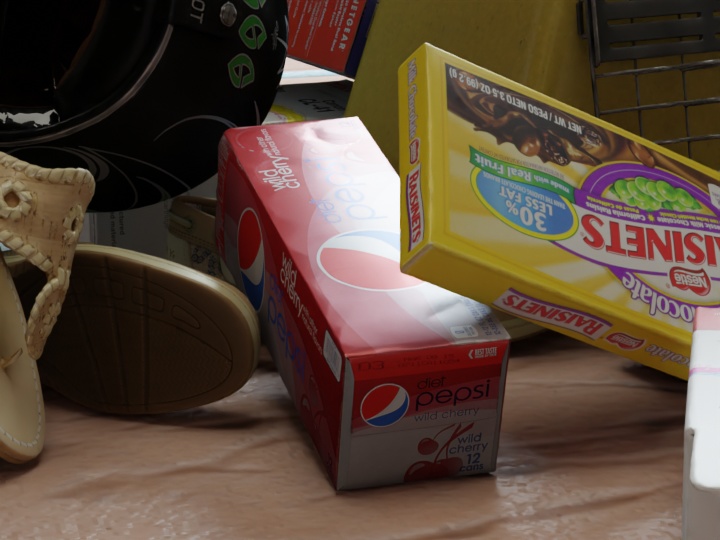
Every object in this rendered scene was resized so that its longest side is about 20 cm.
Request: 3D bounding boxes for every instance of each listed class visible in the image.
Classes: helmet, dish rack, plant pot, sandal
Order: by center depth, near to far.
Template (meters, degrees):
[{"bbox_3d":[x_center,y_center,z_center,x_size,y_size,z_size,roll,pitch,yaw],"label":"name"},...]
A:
[{"bbox_3d":[-0.142,-0.034,0.735,0.070,0.212,0.078,-26,-21,15],"label":"sandal"},{"bbox_3d":[0.175,-0.057,0.846,0.153,0.200,0.055,-9,4,-29],"label":"dish rack"},{"bbox_3d":[-0.133,-0.118,0.887,0.200,0.201,0.191,2,-3,12],"label":"helmet"},{"bbox_3d":[0.120,-0.118,0.947,0.195,0.200,0.194,8,2,-29],"label":"plant pot"}]

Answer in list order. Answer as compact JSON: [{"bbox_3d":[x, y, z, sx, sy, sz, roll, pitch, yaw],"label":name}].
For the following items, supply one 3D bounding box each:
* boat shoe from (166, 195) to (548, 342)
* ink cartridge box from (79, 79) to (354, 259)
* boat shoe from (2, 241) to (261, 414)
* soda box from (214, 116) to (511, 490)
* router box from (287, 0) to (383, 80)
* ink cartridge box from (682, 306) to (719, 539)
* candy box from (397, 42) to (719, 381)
[{"bbox_3d":[0.000,0.000,0.885,0.200,0.063,0.073,2,14,10],"label":"boat shoe"},{"bbox_3d":[-0.075,-0.058,1.074,0.200,0.086,0.148,-7,15,-19],"label":"ink cartridge box"},{"bbox_3d":[-0.123,0.017,0.811,0.200,0.071,0.064,6,16,28],"label":"boat shoe"},{"bbox_3d":[-0.005,0.006,0.765,0.070,0.064,0.200,-6,31,-17],"label":"soda box"},{"bbox_3d":[-0.008,-0.142,1.108,0.179,0.049,0.200,22,7,37],"label":"router box"},{"bbox_3d":[0.165,0.068,0.605,0.116,0.068,0.200,2,13,12],"label":"ink cartridge box"},{"bbox_3d":[0.104,-0.013,0.741,0.200,0.102,0.026,20,-38,-25],"label":"candy box"}]
